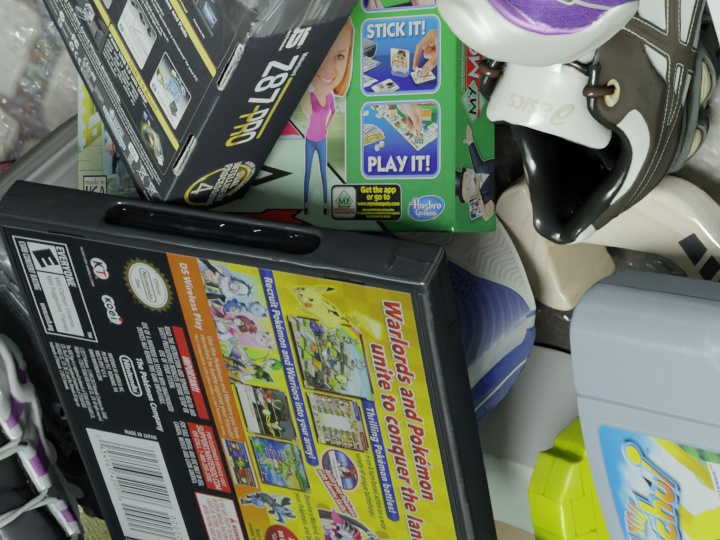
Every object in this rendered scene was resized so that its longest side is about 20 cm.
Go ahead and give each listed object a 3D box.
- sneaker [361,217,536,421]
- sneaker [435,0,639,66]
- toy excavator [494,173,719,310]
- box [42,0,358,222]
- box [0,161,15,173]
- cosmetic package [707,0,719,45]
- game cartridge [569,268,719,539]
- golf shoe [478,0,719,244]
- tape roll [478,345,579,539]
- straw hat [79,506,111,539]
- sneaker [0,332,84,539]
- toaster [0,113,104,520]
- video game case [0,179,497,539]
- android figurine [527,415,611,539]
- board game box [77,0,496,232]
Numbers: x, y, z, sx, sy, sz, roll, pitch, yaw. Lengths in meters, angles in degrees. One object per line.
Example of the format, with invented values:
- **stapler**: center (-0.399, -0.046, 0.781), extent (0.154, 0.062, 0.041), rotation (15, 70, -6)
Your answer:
- **sneaker**: center (-0.001, 0.000, 0.907), extent (0.199, 0.080, 0.115), rotation (44, 161, 30)
- **sneaker**: center (0.046, -0.165, 0.649), extent (0.083, 0.080, 0.201), rotation (-34, 76, 47)
- **toy excavator**: center (0.163, 0.014, 0.800), extent (0.200, 0.100, 0.194), rotation (54, 144, 0)
- **box**: center (-0.081, -0.142, 0.775), extent (0.201, 0.049, 0.161), rotation (62, 151, 18)
- **box**: center (-0.215, 0.045, 1.043), extent (0.095, 0.200, 0.100), rotation (-3, 129, 40)
- **cosmetic package**: center (0.158, -0.147, 0.607), extent (0.150, 0.052, 0.201), rotation (-3, 115, 40)
- **game cartridge**: center (0.144, 0.098, 0.779), extent (0.133, 0.040, 0.201), rotation (12, 126, 59)
- **golf shoe**: center (0.083, -0.095, 0.728), extent (0.077, 0.095, 0.201), rotation (14, 137, 30)
- **tape roll**: center (0.092, 0.129, 0.991), extent (0.202, 0.071, 0.203), rotation (23, 142, 19)
- **straw hat**: center (-0.160, 0.117, 1.103), extent (0.201, 0.201, 0.085), rotation (40, 136, -5)
- **sneaker**: center (-0.140, 0.117, 0.900), extent (0.140, 0.078, 0.200), rotation (45, 160, 38)
- **toaster**: center (-0.117, 0.008, 0.973), extent (0.200, 0.129, 0.113), rotation (51, 141, -13)
- **video game case**: center (-0.039, 0.056, 0.835), extent (0.180, 0.026, 0.201), rotation (9, 136, 22)
- **android figurine**: center (0.138, 0.130, 0.877), extent (0.041, 0.181, 0.201), rotation (-164, 65, -67)
- **board game box**: center (-0.034, -0.083, 0.829), extent (0.199, 0.029, 0.135), rotation (1, 93, 39)
